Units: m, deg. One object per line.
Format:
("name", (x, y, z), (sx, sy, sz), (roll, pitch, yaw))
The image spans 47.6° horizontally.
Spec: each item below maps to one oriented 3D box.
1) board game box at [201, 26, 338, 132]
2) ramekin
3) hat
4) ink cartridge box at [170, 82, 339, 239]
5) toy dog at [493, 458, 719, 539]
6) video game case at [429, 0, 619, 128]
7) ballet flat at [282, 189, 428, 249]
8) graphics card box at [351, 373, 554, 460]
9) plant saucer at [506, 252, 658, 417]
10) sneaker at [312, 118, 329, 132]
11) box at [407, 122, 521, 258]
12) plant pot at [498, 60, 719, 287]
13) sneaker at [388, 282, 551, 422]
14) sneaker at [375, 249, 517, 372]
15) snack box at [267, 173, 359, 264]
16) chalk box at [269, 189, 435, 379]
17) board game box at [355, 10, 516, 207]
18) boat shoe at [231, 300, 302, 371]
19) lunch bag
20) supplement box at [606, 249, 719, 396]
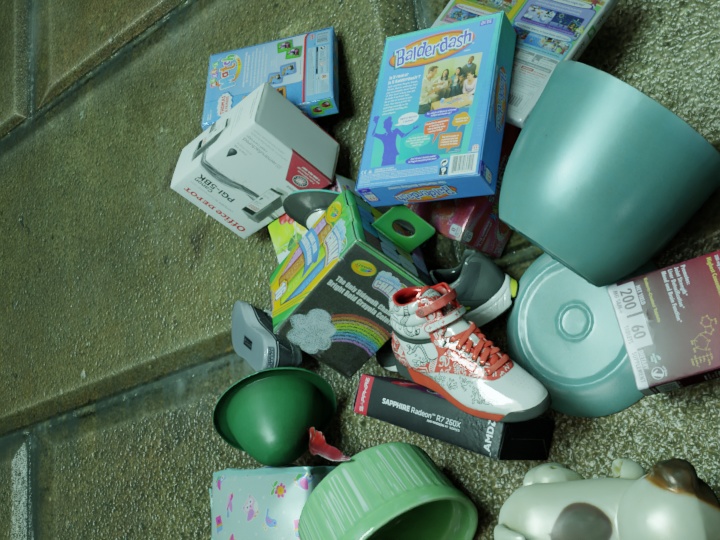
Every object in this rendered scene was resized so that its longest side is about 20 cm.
("board game box", (-0.130, -0.275, 1.196), (0.197, 0.037, 0.153), (-9, 54, 11))
("ramekin", (0.025, 0.291, 0.922), (0.201, 0.199, 0.098), (-54, 46, 15))
("hat", (-0.094, 0.234, 1.003), (0.163, 0.202, 0.177), (-16, 46, -3))
("ink cartridge box", (-0.150, -0.147, 1.150), (0.199, 0.146, 0.084), (-28, 39, 38))
("toy dog", (0.241, 0.235, 0.767), (0.198, 0.193, 0.142), (-18, 57, 41))
("video game case", (0.164, -0.267, 0.930), (0.199, 0.022, 0.183), (34, 86, 41))
("ballet flat", (-0.007, -0.059, 1.043), (0.197, 0.069, 0.069), (6, 49, 4))
("graphics card box", (0.105, 0.165, 0.927), (0.198, 0.125, 0.052), (12, 86, 40))
("plant saucer", (0.242, 0.058, 0.899), (0.198, 0.036, 0.203), (-10, 73, 37))
("sneaker", (-0.134, -0.220, 1.242), (0.199, 0.073, 0.082), (37, 106, 40))
("box", (0.149, -0.130, 0.973), (0.095, 0.099, 0.202), (28, 98, 40))
("plant pot", (0.234, -0.083, 0.820), (0.200, 0.200, 0.162), (40, 99, 37))
("sneaker", (0.105, 0.079, 0.850), (0.200, 0.067, 0.109), (18, 126, 46))
("sneaker", (0.090, 0.045, 0.982), (0.199, 0.075, 0.085), (-36, 104, 19))
("snack box", (-0.042, -0.012, 1.131), (0.142, 0.053, 0.202), (-35, 61, 29))
("chalk box", (0.000, 0.000, 0.961), (0.200, 0.124, 0.125), (-46, 28, 19))
("board game box", (0.083, -0.174, 0.889), (0.150, 0.045, 0.203), (-3, 66, 34))
("boat shoe", (-0.136, 0.093, 1.173), (0.199, 0.067, 0.075), (-157, 73, -64))
("lunch bag", (-0.116, 0.343, 1.070), (0.198, 0.121, 0.173), (-11, 74, 31))
("supplement box", (0.350, 0.040, 0.777), (0.198, 0.061, 0.110), (-21, 67, 21))
